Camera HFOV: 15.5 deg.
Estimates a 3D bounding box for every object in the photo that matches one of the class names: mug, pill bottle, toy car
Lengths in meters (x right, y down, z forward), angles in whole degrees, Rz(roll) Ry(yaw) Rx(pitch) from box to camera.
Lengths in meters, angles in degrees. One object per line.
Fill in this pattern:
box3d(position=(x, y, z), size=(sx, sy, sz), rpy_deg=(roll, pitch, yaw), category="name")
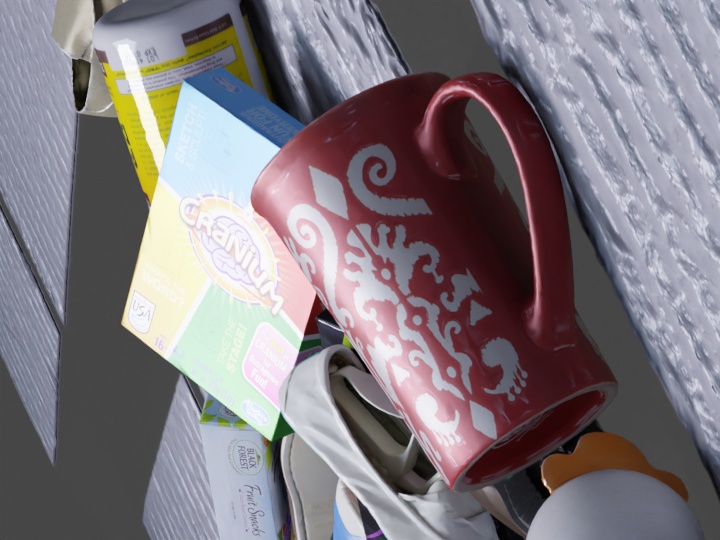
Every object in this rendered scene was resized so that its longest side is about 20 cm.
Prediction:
box3d(position=(0.046, 0.002, 1.432), size=(0.201, 0.133, 0.178), rpy_deg=(59, 165, 17), category="mug")
box3d(position=(-0.108, -0.095, 1.847), size=(0.109, 0.109, 0.201), rpy_deg=(29, 139, 66), category="pill bottle")
box3d(position=(0.149, 0.176, 1.356), size=(0.184, 0.176, 0.201), rpy_deg=(130, 146, -59), category="toy car")

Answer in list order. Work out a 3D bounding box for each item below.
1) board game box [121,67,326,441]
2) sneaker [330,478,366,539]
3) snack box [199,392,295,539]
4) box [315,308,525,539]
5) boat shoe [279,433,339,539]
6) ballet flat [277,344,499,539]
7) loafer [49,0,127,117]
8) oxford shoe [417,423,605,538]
box3d(position=(-0.075, -0.010, 1.757), size=(0.153, 0.040, 0.201), rpy_deg=(35, 125, 28), category="board game box")
box3d(position=(0.030, 0.244, 1.913), size=(0.111, 0.076, 0.200), rpy_deg=(101, 148, -54), category="sneaker")
box3d(position=(-0.077, 0.129, 2.041), size=(0.201, 0.053, 0.143), rpy_deg=(84, -168, -47), category="snack box")
box3d(position=(0.048, 0.122, 1.679), size=(0.143, 0.036, 0.201), rpy_deg=(21, 137, 40), category="box")
box3d(position=(-0.027, 0.143, 1.987), size=(0.060, 0.071, 0.201), rpy_deg=(-110, 13, -53), category="boat shoe")
box3d(position=(0.030, 0.125, 1.623), size=(0.200, 0.069, 0.069), rpy_deg=(46, 160, 11), category="ballet flat")
box3d(position=(-0.219, -0.205, 2.145), size=(0.076, 0.068, 0.201), rpy_deg=(44, 153, 55), category="loafer")
box3d(position=(0.117, 0.127, 1.511), size=(0.084, 0.073, 0.200), rpy_deg=(47, 173, -31), category="oxford shoe")
